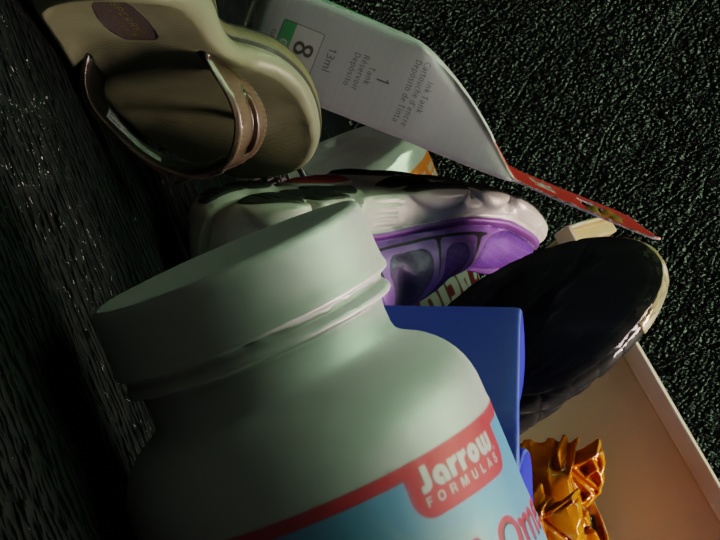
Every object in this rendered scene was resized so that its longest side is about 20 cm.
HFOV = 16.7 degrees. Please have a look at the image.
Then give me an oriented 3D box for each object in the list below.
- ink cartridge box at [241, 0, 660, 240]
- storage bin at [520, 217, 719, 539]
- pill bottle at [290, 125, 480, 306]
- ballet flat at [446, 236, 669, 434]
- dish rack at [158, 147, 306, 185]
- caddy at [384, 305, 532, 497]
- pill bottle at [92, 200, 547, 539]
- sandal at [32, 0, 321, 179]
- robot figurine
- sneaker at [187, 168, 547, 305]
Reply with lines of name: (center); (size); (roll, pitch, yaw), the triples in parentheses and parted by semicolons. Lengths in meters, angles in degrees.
ink cartridge box: (0.043, -0.075, 1.114); (0.161, 0.199, 0.050); (-79, -171, -84)
storage bin: (0.137, 0.082, 1.282); (0.201, 0.093, 0.198); (59, 14, 4)
pill bottle: (0.018, 0.028, 1.396); (0.114, 0.113, 0.201); (-103, 170, -73)
ballet flat: (0.051, 0.052, 1.070); (0.067, 0.200, 0.057); (58, 13, 26)
dish rack: (-0.068, -0.065, 1.146); (0.153, 0.054, 0.201); (-95, 161, -82)
caddy: (0.014, 0.094, 0.949); (0.200, 0.104, 0.142); (-82, 168, -63)
pill bottle: (0.000, 0.088, 0.691); (0.109, 0.108, 0.201); (-88, 155, -83)
sandal: (-0.074, -0.067, 0.948); (0.201, 0.079, 0.058); (38, 45, -67)
robot figurine: (0.096, 0.187, 1.132); (0.145, 0.058, 0.202); (-46, 126, -69)
sneaker: (0.000, 0.000, 1.069); (0.080, 0.199, 0.084); (12, -76, 45)
